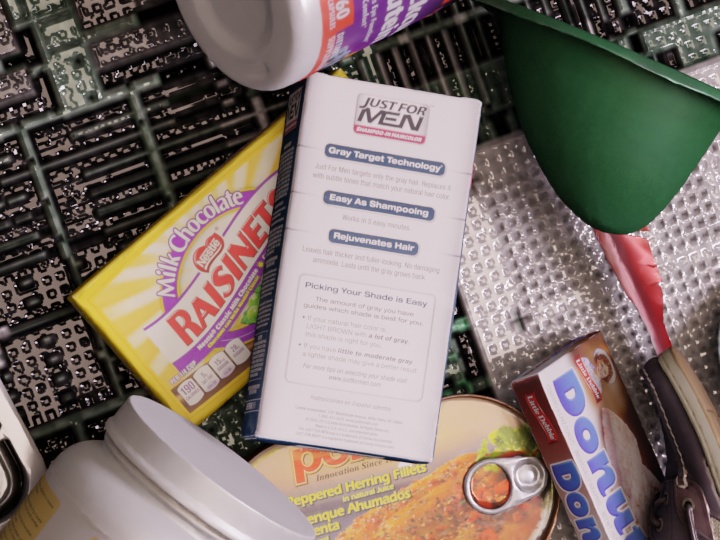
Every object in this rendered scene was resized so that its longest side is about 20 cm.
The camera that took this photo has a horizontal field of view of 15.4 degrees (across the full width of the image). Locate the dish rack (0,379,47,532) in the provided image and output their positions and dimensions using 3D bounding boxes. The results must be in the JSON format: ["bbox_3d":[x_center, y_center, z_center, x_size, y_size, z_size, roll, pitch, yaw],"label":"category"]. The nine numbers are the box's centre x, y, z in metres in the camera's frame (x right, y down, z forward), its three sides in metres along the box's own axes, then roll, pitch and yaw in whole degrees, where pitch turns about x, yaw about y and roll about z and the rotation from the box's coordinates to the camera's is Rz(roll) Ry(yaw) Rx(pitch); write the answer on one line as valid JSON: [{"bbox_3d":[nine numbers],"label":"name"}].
[{"bbox_3d":[-0.286,0.099,1.423,0.200,0.044,0.172,-29,97,-11],"label":"dish rack"}]

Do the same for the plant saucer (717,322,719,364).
[{"bbox_3d":[0.305,0.044,1.510,0.201,0.201,0.039,-31,139,-11],"label":"plant saucer"}]

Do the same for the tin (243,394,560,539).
[{"bbox_3d":[0.013,0.134,1.492,0.200,0.042,0.112,-14,97,-12],"label":"tin"}]

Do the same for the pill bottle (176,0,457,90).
[{"bbox_3d":[0.004,-0.183,1.435,0.200,0.111,0.111,-30,96,-32],"label":"pill bottle"}]

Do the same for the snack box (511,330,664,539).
[{"bbox_3d":[0.150,0.139,1.510,0.072,0.024,0.200,-29,98,-49],"label":"snack box"}]

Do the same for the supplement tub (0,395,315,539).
[{"bbox_3d":[-0.131,0.180,1.390,0.145,0.145,0.200,37,94,-10],"label":"supplement tub"}]

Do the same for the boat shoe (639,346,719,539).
[{"bbox_3d":[0.191,0.143,1.482,0.065,0.072,0.200,-22,87,10],"label":"boat shoe"}]

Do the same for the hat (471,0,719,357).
[{"bbox_3d":[0.119,-0.035,1.462,0.200,0.166,0.176,23,94,2],"label":"hat"}]

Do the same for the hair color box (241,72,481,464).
[{"bbox_3d":[0.000,0.000,1.448,0.100,0.061,0.200,9,84,-10],"label":"hair color box"}]

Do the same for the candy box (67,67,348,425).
[{"bbox_3d":[-0.055,-0.011,1.483,0.200,0.026,0.102,-42,95,-10],"label":"candy box"}]
